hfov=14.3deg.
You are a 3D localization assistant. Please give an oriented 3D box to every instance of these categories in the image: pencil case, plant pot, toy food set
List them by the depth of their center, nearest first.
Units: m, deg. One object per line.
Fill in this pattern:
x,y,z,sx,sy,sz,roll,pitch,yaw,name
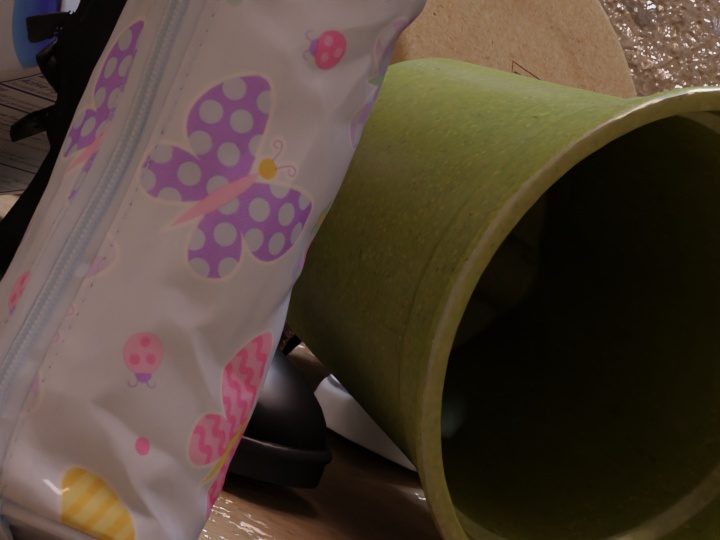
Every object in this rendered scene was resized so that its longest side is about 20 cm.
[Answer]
-0.052,-0.014,0.797,0.083,0.200,0.091,20,-5,15,pencil case
0.063,0.006,1.056,0.200,0.201,0.184,20,7,-35,plant pot
0.056,-0.072,1.279,0.049,0.198,0.200,-19,-20,39,toy food set

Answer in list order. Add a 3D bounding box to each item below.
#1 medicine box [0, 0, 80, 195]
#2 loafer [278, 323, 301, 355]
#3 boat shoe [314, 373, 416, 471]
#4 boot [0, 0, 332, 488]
-0.149,-0.104,1.235,0.200,0.103,0.182,-7,-12,32,medicine box
0.000,0.000,1.286,0.200,0.073,0.071,-26,65,-40,loafer
0.035,0.049,1.226,0.069,0.057,0.200,27,7,18,boat shoe
-0.060,-0.030,1.044,0.073,0.163,0.198,15,11,-47,boot
